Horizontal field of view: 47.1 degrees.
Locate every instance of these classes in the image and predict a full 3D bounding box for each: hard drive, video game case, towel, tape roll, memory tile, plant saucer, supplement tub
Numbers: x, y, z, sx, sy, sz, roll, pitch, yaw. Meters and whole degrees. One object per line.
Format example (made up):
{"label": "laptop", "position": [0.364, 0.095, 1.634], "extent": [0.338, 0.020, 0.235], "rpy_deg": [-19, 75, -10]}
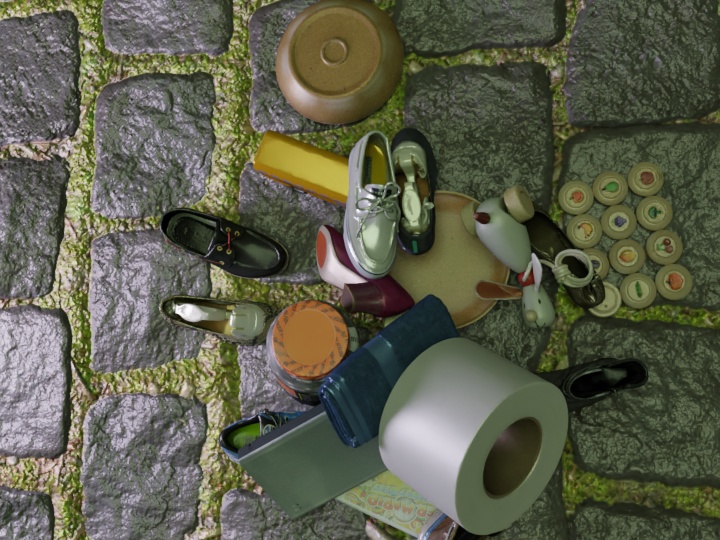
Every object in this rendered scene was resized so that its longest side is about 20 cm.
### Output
{"label": "hard drive", "position": [-0.045, 0.245, 1.120], "extent": [0.199, 0.033, 0.140], "rpy_deg": [-30, 120, 9]}
{"label": "video game case", "position": [0.076, 0.271, 1.164], "extent": [0.199, 0.023, 0.183], "rpy_deg": [22, 87, 11]}
{"label": "towel", "position": [0.039, 0.124, 1.039], "extent": [0.200, 0.112, 0.048], "rpy_deg": [-37, 33, -21]}
{"label": "tape roll", "position": [0.140, 0.201, 1.024], "extent": [0.139, 0.202, 0.204], "rpy_deg": [28, 87, 45]}
{"label": "memory tile", "position": [0.368, -0.044, 1.159], "extent": [0.152, 0.017, 0.202], "rpy_deg": [-14, 81, 8]}
{"label": "plant saucer", "position": [0.115, -0.013, 1.188], "extent": [0.199, 0.035, 0.202], "rpy_deg": [-1, 82, 9]}
{"label": "supplement tub", "position": [-0.061, 0.112, 1.109], "extent": [0.121, 0.200, 0.123], "rpy_deg": [0, 74, 0]}
{"label": "plant saucer", "position": [-0.036, -0.324, 1.247], "extent": [0.199, 0.035, 0.202], "rpy_deg": [-1, 82, 10]}

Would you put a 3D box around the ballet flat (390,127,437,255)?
{"label": "ballet flat", "position": [0.073, -0.122, 1.158], "extent": [0.072, 0.073, 0.202], "rpy_deg": [-6, 70, 9]}

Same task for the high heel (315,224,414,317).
{"label": "high heel", "position": [0.000, 0.000, 1.175], "extent": [0.095, 0.068, 0.201], "rpy_deg": [2, 38, -24]}

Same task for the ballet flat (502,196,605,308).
{"label": "ballet flat", "position": [0.266, -0.033, 1.139], "extent": [0.067, 0.046, 0.200], "rpy_deg": [-33, 74, -15]}

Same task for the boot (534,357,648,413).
{"label": "boot", "position": [0.268, 0.157, 1.087], "extent": [0.199, 0.132, 0.070], "rpy_deg": [-26, 80, 3]}

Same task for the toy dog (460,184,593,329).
{"label": "toy dog", "position": [0.199, -0.019, 1.098], "extent": [0.200, 0.096, 0.132], "rpy_deg": [51, 122, 16]}

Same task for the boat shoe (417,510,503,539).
{"label": "boat shoe", "position": [0.166, 0.317, 1.097], "extent": [0.200, 0.072, 0.072], "rpy_deg": [-47, 112, -10]}

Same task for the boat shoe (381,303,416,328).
{"label": "boat shoe", "position": [0.086, 0.145, 1.129], "extent": [0.065, 0.072, 0.201], "rpy_deg": [-18, 80, 9]}

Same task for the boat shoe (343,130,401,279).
{"label": "boat shoe", "position": [0.023, -0.094, 1.106], "extent": [0.074, 0.086, 0.204], "rpy_deg": [6, 71, -14]}

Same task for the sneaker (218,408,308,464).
{"label": "sneaker", "position": [-0.106, 0.235, 1.161], "extent": [0.198, 0.089, 0.079], "rpy_deg": [-11, 71, 7]}

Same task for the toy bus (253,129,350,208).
{"label": "toy bus", "position": [-0.050, -0.139, 1.210], "extent": [0.199, 0.078, 0.065], "rpy_deg": [22, 87, 12]}

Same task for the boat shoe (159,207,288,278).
{"label": "boat shoe", "position": [-0.206, -0.039, 1.234], "extent": [0.200, 0.063, 0.074], "rpy_deg": [19, 84, 10]}

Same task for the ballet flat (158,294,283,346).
{"label": "ballet flat", "position": [-0.203, 0.071, 1.210], "extent": [0.198, 0.075, 0.068], "rpy_deg": [8, 83, 10]}
